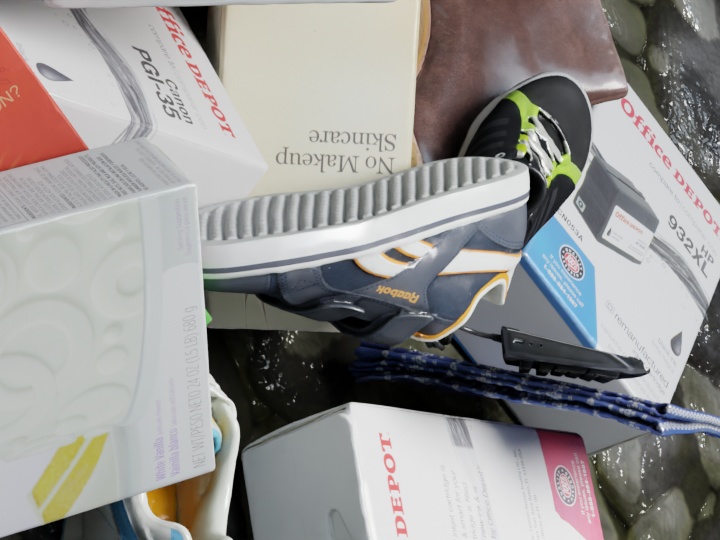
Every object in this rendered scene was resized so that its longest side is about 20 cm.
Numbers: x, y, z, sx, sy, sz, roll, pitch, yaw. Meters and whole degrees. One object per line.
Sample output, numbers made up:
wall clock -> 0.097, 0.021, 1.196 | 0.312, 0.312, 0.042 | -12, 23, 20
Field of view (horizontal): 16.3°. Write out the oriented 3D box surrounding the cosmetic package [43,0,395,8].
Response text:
cosmetic package -> -0.077, -0.229, 1.160 | 0.165, 0.200, 0.165 | -3, 114, -14

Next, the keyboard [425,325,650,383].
keyboard -> 0.085, 0.044, 1.320 | 0.200, 0.127, 0.021 | 50, 53, -85

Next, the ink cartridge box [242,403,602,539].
ink cartridge box -> 0.041, 0.156, 1.315 | 0.200, 0.083, 0.147 | 11, 63, -47

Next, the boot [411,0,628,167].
boot -> 0.083, -0.093, 1.464 | 0.166, 0.072, 0.200 | -9, 68, -17

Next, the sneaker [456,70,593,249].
sneaker -> 0.084, -0.041, 1.372 | 0.072, 0.083, 0.200 | 50, 55, -14

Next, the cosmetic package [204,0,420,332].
cosmetic package -> -0.028, -0.071, 1.279 | 0.103, 0.073, 0.200 | 1, 96, -10

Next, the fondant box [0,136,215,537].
fondant box -> -0.164, 0.040, 1.040 | 0.200, 0.058, 0.144 | -15, 122, -22

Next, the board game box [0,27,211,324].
board game box -> -0.176, -0.005, 1.072 | 0.153, 0.040, 0.200 | -40, 128, -7

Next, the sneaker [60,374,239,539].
sneaker -> -0.098, 0.064, 1.212 | 0.076, 0.081, 0.200 | 17, 57, -43

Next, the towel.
towel -> 0.109, 0.072, 1.362 | 0.145, 0.200, 0.024 | 15, 87, -56

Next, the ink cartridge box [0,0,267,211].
ink cartridge box -> -0.160, -0.091, 1.180 | 0.200, 0.083, 0.147 | 17, 33, -44

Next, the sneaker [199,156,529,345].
sneaker -> 0.000, 0.000, 1.196 | 0.200, 0.078, 0.079 | -11, 110, -33

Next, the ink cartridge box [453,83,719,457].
ink cartridge box -> 0.138, -0.005, 1.527 | 0.145, 0.084, 0.200 | 51, 40, -19
